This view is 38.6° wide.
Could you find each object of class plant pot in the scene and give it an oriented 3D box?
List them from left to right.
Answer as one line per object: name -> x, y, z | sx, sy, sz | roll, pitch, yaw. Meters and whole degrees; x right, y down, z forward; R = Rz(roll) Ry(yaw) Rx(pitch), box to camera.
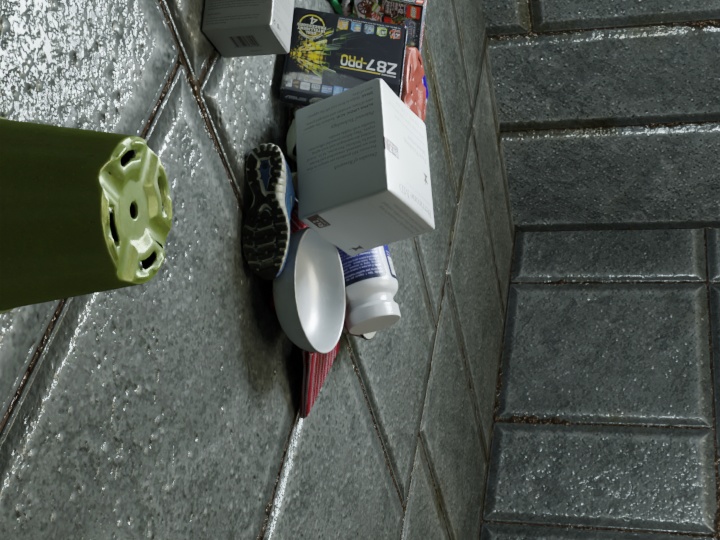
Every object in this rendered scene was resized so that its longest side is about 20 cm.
plant pot -> -0.269, -0.048, 0.877 | 0.200, 0.187, 0.203 | 0, 90, -74
plant pot -> 0.010, -0.316, 1.832 | 0.201, 0.192, 0.204 | 0, 90, -74

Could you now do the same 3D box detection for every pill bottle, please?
pill bottle -> 0.000, 0.000, 1.770 | 0.116, 0.114, 0.203 | 43, 30, -68

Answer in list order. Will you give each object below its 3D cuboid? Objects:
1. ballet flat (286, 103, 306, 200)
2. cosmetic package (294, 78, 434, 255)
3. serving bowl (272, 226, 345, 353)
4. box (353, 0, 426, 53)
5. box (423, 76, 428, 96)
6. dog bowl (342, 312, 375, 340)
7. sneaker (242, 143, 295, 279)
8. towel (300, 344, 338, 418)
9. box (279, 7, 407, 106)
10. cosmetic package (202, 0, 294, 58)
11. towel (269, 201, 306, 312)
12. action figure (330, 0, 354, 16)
ballet flat -> -0.095, -0.182, 1.717 | 0.071, 0.068, 0.203 | -6, 91, -53
cosmetic package -> 0.006, -0.159, 1.632 | 0.164, 0.163, 0.203 | 33, 47, -53
serving bowl -> -0.090, 0.032, 1.632 | 0.200, 0.065, 0.203 | -4, 90, -70
box -> 0.053, -0.454, 2.004 | 0.201, 0.135, 0.038 | 93, 13, -49
box -> 0.071, -0.383, 2.204 | 0.185, 0.103, 0.202 | 72, 23, -47
dog bowl -> -0.016, 0.030, 1.949 | 0.200, 0.073, 0.204 | 0, 90, -73
sneaker -> -0.128, -0.085, 1.561 | 0.089, 0.077, 0.203 | 30, 61, -68
towel -> -0.068, 0.141, 1.791 | 0.201, 0.022, 0.146 | -64, 163, -55
box -> -0.027, -0.342, 1.704 | 0.049, 0.197, 0.164 | 113, -14, -69
cosmetic package -> -0.150, -0.411, 1.442 | 0.085, 0.106, 0.203 | 47, 46, -66
towel -> -0.112, -0.013, 1.712 | 0.145, 0.022, 0.203 | 49, 41, -63
action figure -> -0.036, -0.544, 1.940 | 0.200, 0.054, 0.120 | 65, 26, -64
